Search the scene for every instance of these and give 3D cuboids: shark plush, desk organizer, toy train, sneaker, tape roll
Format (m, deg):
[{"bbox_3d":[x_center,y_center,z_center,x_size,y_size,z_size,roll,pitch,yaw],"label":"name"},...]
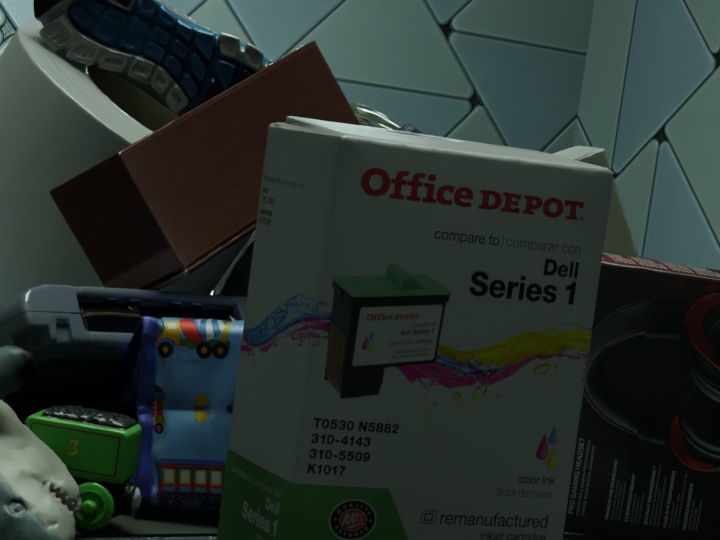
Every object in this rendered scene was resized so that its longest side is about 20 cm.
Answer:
[{"bbox_3d":[-0.214,0.076,0.829,0.199,0.084,0.091,14,-38,-5],"label":"shark plush"},{"bbox_3d":[-0.083,-0.060,1.156,0.072,0.077,0.200,-23,9,41],"label":"desk organizer"},{"bbox_3d":[-0.197,0.078,0.918,0.199,0.057,0.042,9,5,7],"label":"toy train"},{"bbox_3d":[-0.115,-0.136,1.277,0.200,0.075,0.087,35,7,-6],"label":"sneaker"},{"bbox_3d":[-0.174,-0.049,1.284,0.202,0.139,0.203,34,13,-9],"label":"tape roll"}]

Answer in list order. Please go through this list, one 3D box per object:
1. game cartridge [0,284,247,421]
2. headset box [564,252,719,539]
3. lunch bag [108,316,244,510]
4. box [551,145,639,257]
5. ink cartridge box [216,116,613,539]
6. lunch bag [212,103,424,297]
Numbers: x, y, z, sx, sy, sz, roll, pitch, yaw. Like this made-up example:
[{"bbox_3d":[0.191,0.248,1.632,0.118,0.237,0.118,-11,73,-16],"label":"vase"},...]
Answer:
[{"bbox_3d":[-0.154,0.050,1.109,0.133,0.041,0.199,-31,-22,34],"label":"game cartridge"},{"bbox_3d":[0.166,0.071,1.072,0.199,0.150,0.075,9,5,-3],"label":"headset box"},{"bbox_3d":[-0.055,0.082,1.054,0.150,0.095,0.200,3,-7,-12],"label":"lunch bag"},{"bbox_3d":[0.148,0.025,1.252,0.068,0.201,0.082,-19,8,-3],"label":"box"},{"bbox_3d":[0.025,0.038,0.904,0.144,0.201,0.084,6,5,-25],"label":"ink cartridge box"},{"bbox_3d":[0.000,0.000,1.287,0.139,0.200,0.168,34,8,-15],"label":"lunch bag"}]
